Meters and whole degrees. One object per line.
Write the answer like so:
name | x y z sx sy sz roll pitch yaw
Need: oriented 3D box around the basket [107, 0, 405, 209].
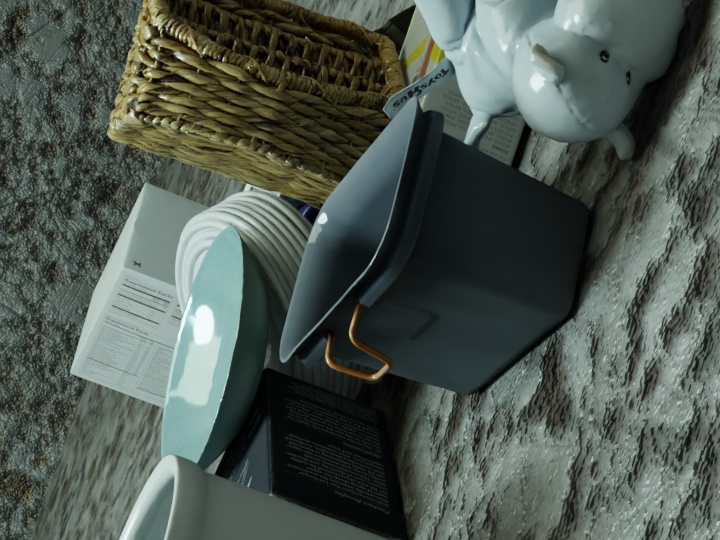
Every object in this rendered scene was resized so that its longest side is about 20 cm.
basket | -0.068 -0.144 1.420 0.143 0.199 0.150 163 125 -76

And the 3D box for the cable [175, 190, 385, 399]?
cable | -0.074 0.036 1.577 0.069 0.200 0.200 -25 -12 -32

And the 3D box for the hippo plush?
hippo plush | 0.104 -0.150 1.186 0.200 0.159 0.161 -49 26 4

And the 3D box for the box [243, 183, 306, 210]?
box | -0.049 -0.059 1.735 0.110 0.035 0.200 -67 -20 8

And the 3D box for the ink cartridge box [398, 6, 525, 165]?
ink cartridge box | 0.080 -0.153 1.465 0.145 0.083 0.201 161 129 -75

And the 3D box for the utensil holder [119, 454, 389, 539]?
utensil holder | -0.046 0.218 1.135 0.170 0.199 0.171 -160 90 -78

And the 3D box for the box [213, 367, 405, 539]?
box | -0.049 0.188 1.415 0.200 0.104 0.148 -99 32 -65

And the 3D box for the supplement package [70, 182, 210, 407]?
supplement package | -0.233 0.035 2.328 0.152 0.150 0.200 -81 17 -46

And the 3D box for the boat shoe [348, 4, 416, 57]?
boat shoe | 0.005 -0.164 1.671 0.200 0.072 0.068 -23 -26 -38

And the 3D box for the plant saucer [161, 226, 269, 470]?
plant saucer | -0.105 0.069 1.480 0.201 0.039 0.202 -166 90 -73

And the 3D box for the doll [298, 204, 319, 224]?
doll | -0.001 -0.085 1.653 0.200 0.048 0.136 -50 -11 -7

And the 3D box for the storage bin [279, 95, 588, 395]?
storage bin | 0.048 0.007 1.229 0.200 0.134 0.146 131 157 -59
